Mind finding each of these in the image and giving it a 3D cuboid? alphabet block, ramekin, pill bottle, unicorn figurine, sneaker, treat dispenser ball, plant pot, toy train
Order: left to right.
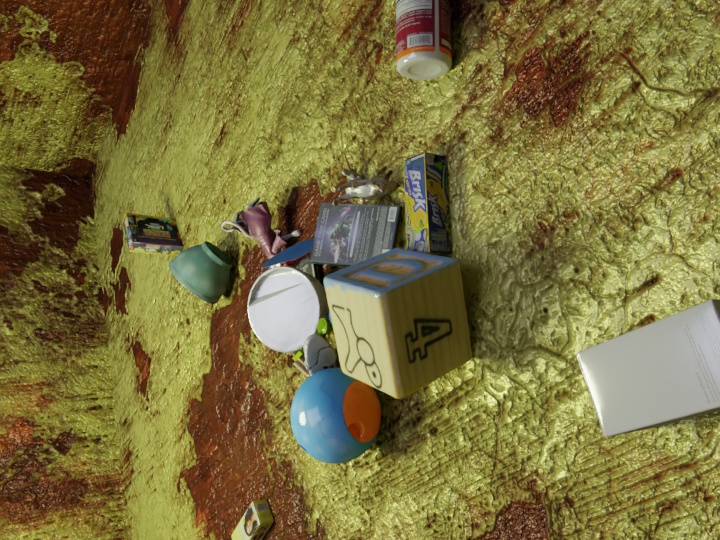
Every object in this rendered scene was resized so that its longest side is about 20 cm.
[{"bbox_3d":[-0.501,-0.008,2.028,0.134,0.200,0.200,-47,46,5],"label":"plant pot"},{"bbox_3d":[-0.166,0.089,1.508,0.200,0.094,0.205,1,93,21],"label":"ramekin"},{"bbox_3d":[-0.099,0.215,1.480,0.115,0.075,0.201,41,158,54],"label":"sneaker"},{"bbox_3d":[-0.054,0.315,1.359,0.200,0.199,0.204,-6,82,53],"label":"treat dispenser ball"},{"bbox_3d":[-0.052,0.133,1.442,0.200,0.115,0.086,-39,57,45],"label":"toy train"},{"bbox_3d":[-0.003,-0.192,1.415,0.199,0.137,0.075,22,123,31],"label":"unicorn figurine"},{"bbox_3d":[0.070,0.089,1.169,0.195,0.195,0.202,15,120,54],"label":"alphabet block"},{"bbox_3d":[0.127,-0.499,1.252,0.112,0.112,0.203,-7,81,53],"label":"pill bottle"}]

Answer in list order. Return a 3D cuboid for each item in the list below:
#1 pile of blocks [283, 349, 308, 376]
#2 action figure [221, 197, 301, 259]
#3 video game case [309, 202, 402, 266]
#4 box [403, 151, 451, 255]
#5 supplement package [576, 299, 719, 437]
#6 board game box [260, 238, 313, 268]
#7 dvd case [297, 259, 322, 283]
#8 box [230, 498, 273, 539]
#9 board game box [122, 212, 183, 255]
[{"bbox_3d":[-0.161,0.163,1.582,0.062,0.082,0.201,-47,66,46],"label":"pile of blocks"},{"bbox_3d":[-0.262,-0.092,1.721,0.201,0.148,0.134,58,150,-6],"label":"action figure"},{"bbox_3d":[-0.013,-0.079,1.385,0.198,0.019,0.145,5,76,26],"label":"video game case"},{"bbox_3d":[0.134,-0.129,1.253,0.070,0.064,0.203,-11,78,52],"label":"box"},{"bbox_3d":[0.410,0.129,0.808,0.200,0.120,0.121,-36,59,45],"label":"supplement package"},{"bbox_3d":[-0.152,-0.035,1.574,0.199,0.158,0.039,-13,108,41],"label":"board game box"},{"bbox_3d":[-0.147,0.060,1.655,0.150,0.025,0.202,-31,64,48],"label":"dvd case"},{"bbox_3d":[-0.317,0.753,1.810,0.076,0.050,0.201,57,131,39],"label":"box"},{"bbox_3d":[-0.809,-0.140,2.427,0.057,0.198,0.166,-56,47,32],"label":"board game box"}]
